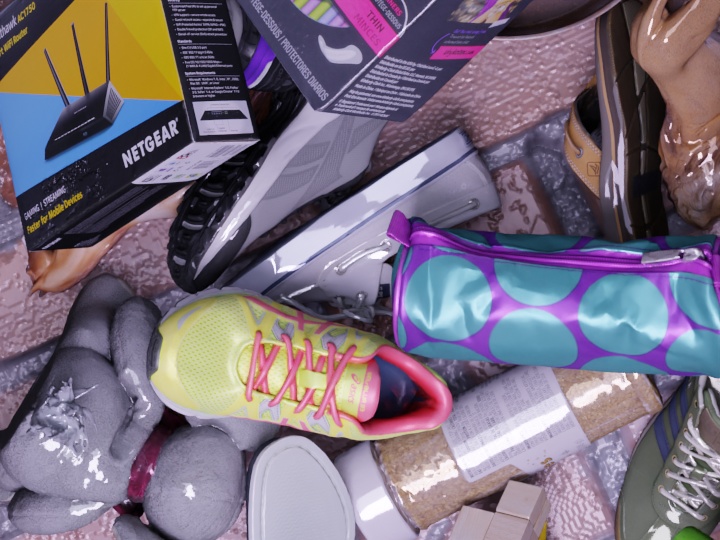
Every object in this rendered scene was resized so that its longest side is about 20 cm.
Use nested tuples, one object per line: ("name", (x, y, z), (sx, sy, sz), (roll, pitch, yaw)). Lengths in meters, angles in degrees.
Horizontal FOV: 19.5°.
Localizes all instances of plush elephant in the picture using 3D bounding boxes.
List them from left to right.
("plush elephant", (-0.133, 0.110, 1.279), (0.155, 0.200, 0.165), (31, 87, -11))

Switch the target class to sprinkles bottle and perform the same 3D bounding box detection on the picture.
("sprinkles bottle", (0.084, 0.100, 1.284), (0.200, 0.068, 0.068), (-28, 86, 8))

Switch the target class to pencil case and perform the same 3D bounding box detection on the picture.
("pencil case", (0.117, 0.013, 1.212), (0.199, 0.085, 0.093), (3, 135, 11))

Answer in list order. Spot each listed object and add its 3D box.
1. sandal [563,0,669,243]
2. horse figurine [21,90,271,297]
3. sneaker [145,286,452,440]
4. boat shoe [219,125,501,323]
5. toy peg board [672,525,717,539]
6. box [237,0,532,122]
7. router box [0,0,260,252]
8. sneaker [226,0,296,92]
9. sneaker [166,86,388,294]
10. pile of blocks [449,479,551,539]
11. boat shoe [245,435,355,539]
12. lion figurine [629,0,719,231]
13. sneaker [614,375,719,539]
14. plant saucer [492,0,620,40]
("sandal", (0.154, -0.069, 1.280), (0.054, 0.082, 0.201), (0, 98, 30))
("horse figurine", (-0.139, -0.071, 1.327), (0.199, 0.050, 0.133), (-16, 82, 11))
("sneaker", (-0.029, 0.058, 1.210), (0.200, 0.090, 0.078), (9, 93, -36))
("boat shoe", (0.001, -0.001, 1.301), (0.202, 0.075, 0.086), (-33, 94, 0))
("toy peg board", (0.279, 0.147, 1.207), (0.098, 0.200, 0.199), (32, 86, 37))
("box", (0.035, -0.193, 1.175), (0.200, 0.106, 0.122), (-43, 71, 21))
("router box", (-0.146, -0.111, 1.229), (0.200, 0.051, 0.150), (-28, 72, 50))
("sneaker", (-0.086, -0.178, 1.297), (0.070, 0.099, 0.200), (-47, 45, 28))
("sneaker", (-0.040, -0.060, 1.278), (0.200, 0.074, 0.079), (-50, 116, -13))
("pile of blocks", (0.079, 0.224, 1.288), (0.062, 0.082, 0.201), (10, 98, 30))
("boat shoe", (-0.039, 0.189, 1.277), (0.075, 0.060, 0.201), (-18, 110, -27))
("lion figurine", (0.198, -0.120, 1.229), (0.123, 0.072, 0.200), (-47, 128, -8))
("sneaker", (0.210, 0.096, 1.255), (0.067, 0.090, 0.201), (29, 95, 6))
("plant saucer", (0.090, -0.227, 1.277), (0.200, 0.034, 0.201), (-1, 73, 3))
